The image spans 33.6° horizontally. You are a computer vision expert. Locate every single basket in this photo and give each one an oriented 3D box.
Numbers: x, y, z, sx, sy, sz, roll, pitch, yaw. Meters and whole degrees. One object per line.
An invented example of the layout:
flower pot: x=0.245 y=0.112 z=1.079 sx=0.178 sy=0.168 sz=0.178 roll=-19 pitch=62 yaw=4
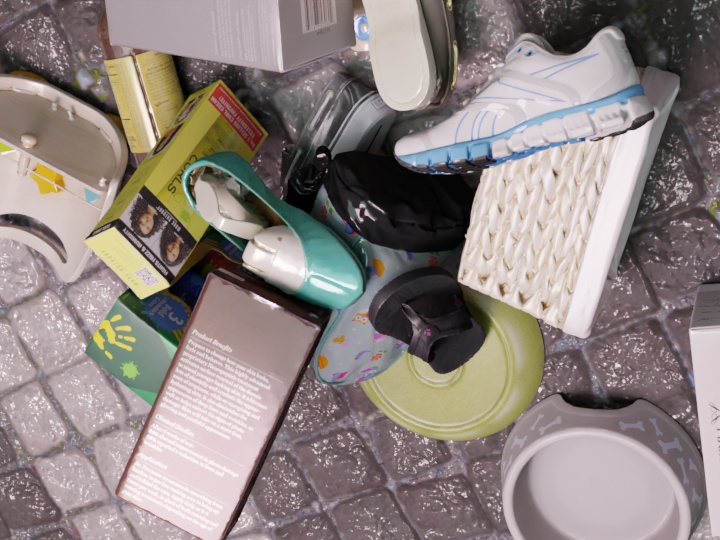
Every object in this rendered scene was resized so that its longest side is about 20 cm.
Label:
basket: x=0.168 y=-0.072 z=0.981 sx=0.122 sy=0.136 sz=0.202 roll=20 pitch=117 yaw=14

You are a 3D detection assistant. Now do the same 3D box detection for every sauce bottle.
sauce bottle: x=-0.203 y=-0.195 z=1.098 sx=0.064 sy=0.065 sz=0.203 roll=-5 pitch=110 yaw=21

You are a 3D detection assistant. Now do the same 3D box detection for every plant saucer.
plant saucer: x=0.075 y=0.080 z=1.138 sx=0.197 sy=0.031 sz=0.203 roll=8 pitch=115 yaw=17

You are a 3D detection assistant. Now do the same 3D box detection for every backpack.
backpack: x=0.000 y=0.000 z=1.040 sx=0.201 sy=0.165 sz=0.127 roll=-58 pitch=44 yaw=33

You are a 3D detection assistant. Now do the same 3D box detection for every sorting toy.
sorting toy: x=-0.318 y=-0.081 z=1.176 sx=0.198 sy=0.107 sz=0.181 roll=28 pitch=126 yaw=6

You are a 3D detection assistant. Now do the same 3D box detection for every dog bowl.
dog bowl: x=0.224 y=0.213 z=1.126 sx=0.197 sy=0.059 sz=0.203 roll=8 pitch=116 yaw=16

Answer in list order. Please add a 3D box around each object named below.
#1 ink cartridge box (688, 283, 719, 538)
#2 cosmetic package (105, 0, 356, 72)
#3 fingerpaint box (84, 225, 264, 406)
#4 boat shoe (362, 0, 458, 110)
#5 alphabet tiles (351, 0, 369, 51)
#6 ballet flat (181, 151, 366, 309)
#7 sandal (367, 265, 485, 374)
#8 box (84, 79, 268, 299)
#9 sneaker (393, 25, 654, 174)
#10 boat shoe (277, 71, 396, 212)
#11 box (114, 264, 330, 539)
ink cartridge box: x=0.306 y=0.136 z=0.995 sx=0.044 sy=0.176 sz=0.203 roll=-4 pitch=111 yaw=21
cosmetic package: x=-0.113 y=-0.228 z=1.000 sx=0.198 sy=0.106 sz=0.091 roll=13 pitch=119 yaw=35
fingerpaint box: x=-0.129 y=0.059 z=1.104 sx=0.166 sy=0.200 sz=0.074 roll=39 pitch=119 yaw=1
boat shoe: x=0.039 y=-0.233 z=0.976 sx=0.071 sy=0.060 sz=0.205 roll=-5 pitch=93 yaw=37
alphabet tiles: x=0.001 y=-0.286 z=1.013 sx=0.197 sy=0.015 sz=0.198 roll=4 pitch=113 yaw=18
ballet flat: x=-0.081 y=-0.028 z=0.971 sx=0.200 sy=0.070 sz=0.068 roll=42 pitch=126 yaw=31
sandal: x=0.069 y=0.050 z=1.009 sx=0.075 sy=0.200 sz=0.048 roll=-42 pitch=60 yaw=6
box: x=-0.157 y=-0.074 z=1.048 sx=0.050 sy=0.201 sz=0.075 roll=-19 pitch=122 yaw=42
sneaker: x=0.113 y=-0.126 z=0.880 sx=0.198 sy=0.075 sz=0.088 roll=-14 pitch=87 yaw=25
boat shoe: x=-0.040 y=-0.092 z=1.090 sx=0.071 sy=0.072 sz=0.201 roll=44 pitch=118 yaw=18
box: x=-0.111 y=0.108 z=0.968 sx=0.099 sy=0.075 sz=0.202 roll=26 pitch=100 yaw=3
